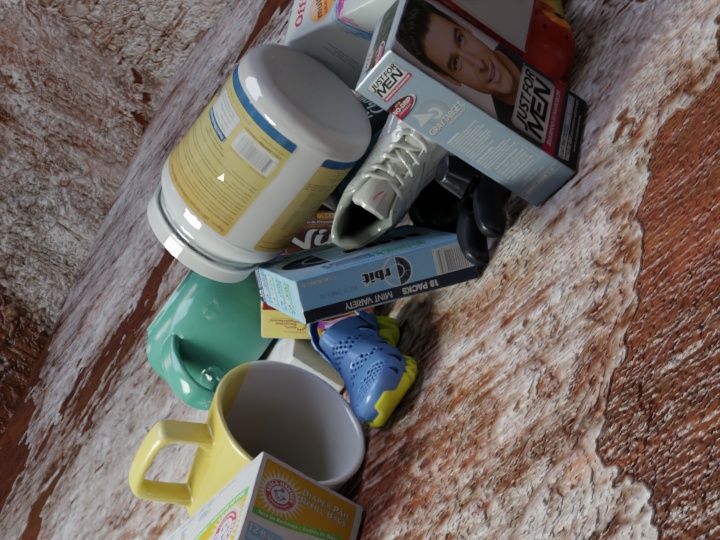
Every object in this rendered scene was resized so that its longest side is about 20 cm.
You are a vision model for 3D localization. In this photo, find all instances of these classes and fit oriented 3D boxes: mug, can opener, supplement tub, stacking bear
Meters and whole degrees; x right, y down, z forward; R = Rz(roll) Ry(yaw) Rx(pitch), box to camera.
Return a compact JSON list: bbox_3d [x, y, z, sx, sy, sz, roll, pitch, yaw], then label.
[{"bbox_3d":[-0.110,0.181,1.575,0.153,0.186,0.149,-58,5,37],"label":"mug"},{"bbox_3d":[0.102,-0.045,1.469,0.200,0.079,0.063,-89,15,-69],"label":"can opener"},{"bbox_3d":[-0.099,-0.099,1.588,0.200,0.145,0.145,-49,18,27],"label":"supplement tub"},{"bbox_3d":[0.158,-0.239,1.650,0.114,0.121,0.200,-51,24,19],"label":"stacking bear"},{"bbox_3d":[-0.162,0.064,1.810,0.152,0.114,0.185,-54,4,-3],"label":"mug"}]

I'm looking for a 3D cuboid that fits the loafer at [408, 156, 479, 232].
[{"bbox_3d":[0.110,-0.100,1.634,0.072,0.073,0.200,-22,-17,-36],"label":"loafer"}]

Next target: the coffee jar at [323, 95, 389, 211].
[{"bbox_3d":[0.021,-0.143,1.758,0.200,0.085,0.104,-35,37,-19],"label":"coffee jar"}]

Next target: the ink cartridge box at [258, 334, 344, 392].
[{"bbox_3d":[-0.096,0.148,1.779,0.200,0.067,0.116,-52,15,24],"label":"ink cartridge box"}]

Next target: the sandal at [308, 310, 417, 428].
[{"bbox_3d":[-0.004,0.083,1.579,0.080,0.087,0.200,-55,17,8],"label":"sandal"}]

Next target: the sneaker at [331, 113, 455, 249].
[{"bbox_3d":[0.035,-0.091,1.560,0.200,0.078,0.099,-60,-2,32],"label":"sneaker"}]

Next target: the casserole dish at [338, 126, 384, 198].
[{"bbox_3d":[0.066,-0.124,1.684,0.200,0.039,0.121,-40,-24,-8],"label":"casserole dish"}]

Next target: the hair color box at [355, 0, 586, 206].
[{"bbox_3d":[0.101,-0.154,1.476,0.061,0.200,0.099,-44,21,42],"label":"hair color box"}]

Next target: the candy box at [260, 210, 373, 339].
[{"bbox_3d":[-0.044,0.002,1.784,0.200,0.116,0.057,-91,4,-63],"label":"candy box"}]

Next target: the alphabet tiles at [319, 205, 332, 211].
[{"bbox_3d":[-0.068,-0.062,1.936,0.166,0.006,0.200,-40,-38,-49],"label":"alphabet tiles"}]

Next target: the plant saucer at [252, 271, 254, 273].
[{"bbox_3d":[-0.112,0.029,1.987,0.200,0.035,0.200,-58,-17,-30],"label":"plant saucer"}]

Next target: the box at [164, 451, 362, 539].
[{"bbox_3d":[-0.101,0.266,1.488,0.200,0.112,0.101,-43,22,41],"label":"box"}]

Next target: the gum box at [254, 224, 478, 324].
[{"bbox_3d":[0.000,0.000,1.600,0.200,0.170,0.045,-163,59,-75],"label":"gum box"}]

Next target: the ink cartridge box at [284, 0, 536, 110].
[{"bbox_3d":[0.051,-0.267,1.592,0.200,0.145,0.146,-19,51,47],"label":"ink cartridge box"}]
